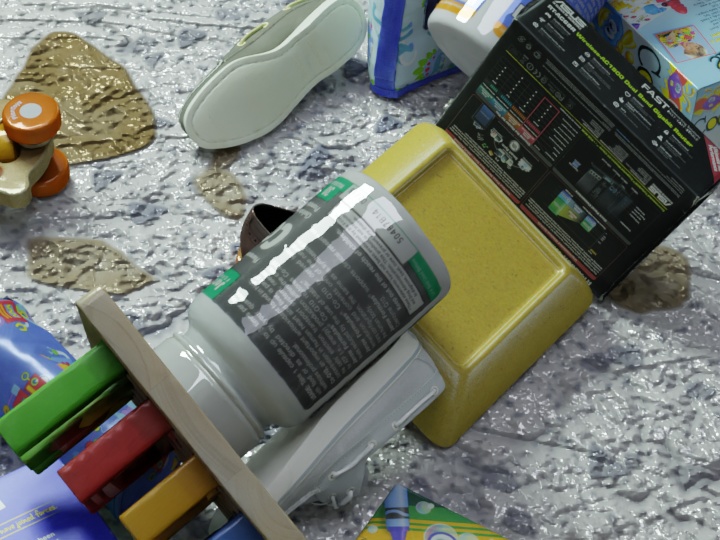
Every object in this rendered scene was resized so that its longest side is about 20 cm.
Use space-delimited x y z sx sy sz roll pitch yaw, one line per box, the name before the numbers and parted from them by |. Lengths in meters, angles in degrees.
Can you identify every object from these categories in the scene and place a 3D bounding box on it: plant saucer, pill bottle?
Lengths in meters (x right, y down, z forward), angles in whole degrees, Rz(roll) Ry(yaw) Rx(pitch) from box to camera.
plant saucer | 0.063 -0.002 1.293 0.200 0.048 0.200 46 59 4
pill bottle | 0.157 -0.251 1.445 0.112 0.112 0.200 35 82 27
pill bottle | -0.045 0.034 1.174 0.200 0.113 0.113 -41 58 -10

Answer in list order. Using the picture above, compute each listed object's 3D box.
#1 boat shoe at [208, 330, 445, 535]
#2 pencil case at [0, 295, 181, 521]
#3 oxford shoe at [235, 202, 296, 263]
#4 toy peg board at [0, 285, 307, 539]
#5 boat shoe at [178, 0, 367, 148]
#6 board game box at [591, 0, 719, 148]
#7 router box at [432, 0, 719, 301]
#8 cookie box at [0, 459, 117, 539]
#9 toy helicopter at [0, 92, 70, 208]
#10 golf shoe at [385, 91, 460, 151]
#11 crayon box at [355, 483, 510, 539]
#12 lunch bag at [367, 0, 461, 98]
boat shoe | -0.020 0.129 1.202 0.069 0.072 0.200 48 70 -15
pencil case | -0.210 0.098 1.218 0.200 0.087 0.078 33 96 26
oxford shoe | 0.000 0.000 1.326 0.199 0.073 0.071 13 45 4
toy peg board | -0.131 0.130 1.045 0.098 0.200 0.199 -38 86 -11
boat shoe | -0.083 -0.174 1.497 0.202 0.072 0.060 -39 34 -23
board game box | 0.270 -0.193 1.513 0.105 0.103 0.200 -20 50 -21
router box | 0.169 -0.095 1.334 0.200 0.150 0.062 46 49 6
cookie box | -0.217 0.235 1.085 0.171 0.075 0.200 -24 53 -25
toy helicopter | -0.330 -0.069 1.372 0.132 0.079 0.200 18 51 14
golf shoe | 0.078 -0.081 1.413 0.092 0.073 0.200 32 52 23
crayon box | 0.077 0.237 1.121 0.200 0.052 0.126 25 50 18
lunch bag | 0.064 -0.274 1.531 0.127 0.170 0.200 20 47 16
